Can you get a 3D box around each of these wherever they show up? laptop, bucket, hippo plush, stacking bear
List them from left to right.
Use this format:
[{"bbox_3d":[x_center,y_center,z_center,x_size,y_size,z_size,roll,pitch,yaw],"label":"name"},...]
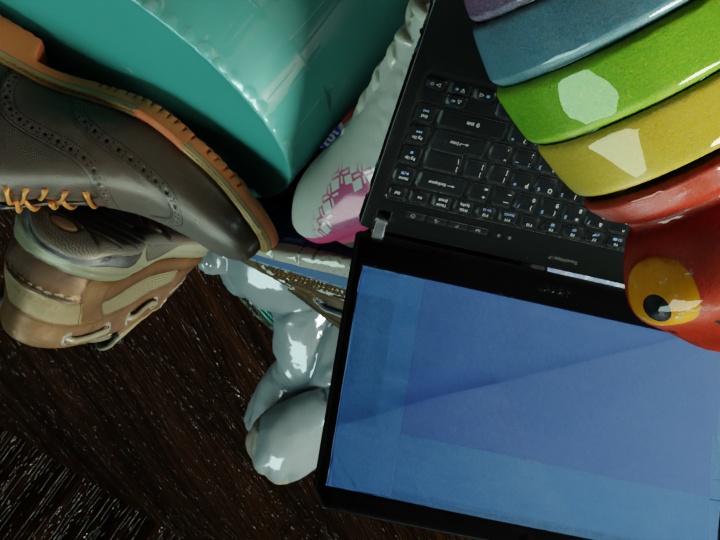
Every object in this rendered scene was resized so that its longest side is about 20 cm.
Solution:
[{"bbox_3d":[-0.068,-0.139,0.834,0.207,0.135,0.207,32,163,11],"label":"bucket"},{"bbox_3d":[-0.045,0.034,1.213,0.161,0.159,0.200,50,179,-11],"label":"hippo plush"},{"bbox_3d":[0.090,0.005,0.730,0.177,0.103,0.200,12,126,-10],"label":"laptop"},{"bbox_3d":[0.104,-0.062,0.653,0.121,0.114,0.200,-15,105,51],"label":"stacking bear"}]

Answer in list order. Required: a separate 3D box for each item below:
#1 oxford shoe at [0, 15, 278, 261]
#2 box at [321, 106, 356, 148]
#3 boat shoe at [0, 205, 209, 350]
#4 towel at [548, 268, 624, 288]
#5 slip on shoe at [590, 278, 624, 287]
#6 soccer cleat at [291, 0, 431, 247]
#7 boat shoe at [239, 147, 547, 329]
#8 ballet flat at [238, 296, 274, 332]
[{"bbox_3d":[-0.129,-0.047,0.838,0.200,0.073,0.071,29,163,16],"label":"oxford shoe"},{"bbox_3d":[-0.051,-0.058,0.997,0.200,0.095,0.103,27,-179,-12],"label":"box"},{"bbox_3d":[-0.134,0.000,0.941,0.076,0.072,0.200,28,-171,11],"label":"boat shoe"},{"bbox_3d":[0.117,0.057,0.887,0.200,0.024,0.147,-37,99,27],"label":"towel"},{"bbox_3d":[0.126,0.066,0.940,0.076,0.061,0.200,11,122,11],"label":"slip on shoe"},{"bbox_3d":[0.037,-0.086,0.775,0.200,0.070,0.086,-31,113,25],"label":"soccer cleat"},{"bbox_3d":[0.000,0.000,0.862,0.200,0.072,0.072,21,142,39],"label":"boat shoe"},{"bbox_3d":[-0.077,-0.020,1.313,0.200,0.074,0.074,46,159,-28],"label":"ballet flat"}]
